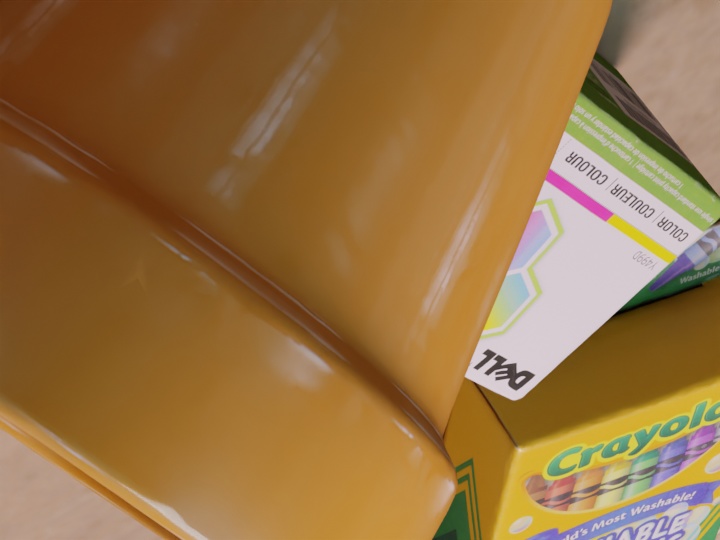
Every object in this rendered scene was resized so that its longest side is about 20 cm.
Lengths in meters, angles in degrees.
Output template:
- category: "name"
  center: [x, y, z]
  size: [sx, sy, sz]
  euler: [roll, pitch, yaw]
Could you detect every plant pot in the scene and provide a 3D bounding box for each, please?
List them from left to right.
- category: "plant pot"
  center: [-0.035, -0.031, 0.615]
  size: [0.184, 0.200, 0.200]
  euler: [-56, 146, -9]

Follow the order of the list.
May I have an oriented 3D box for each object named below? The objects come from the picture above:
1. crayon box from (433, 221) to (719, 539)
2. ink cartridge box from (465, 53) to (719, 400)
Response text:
- category: "crayon box"
  center: [0.096, 0.078, 0.970]
  size: [0.125, 0.052, 0.200]
  euler: [-17, 142, -21]
- category: "ink cartridge box"
  center: [0.000, 0.000, 0.776]
  size: [0.200, 0.076, 0.148]
  euler: [-44, 144, 14]
